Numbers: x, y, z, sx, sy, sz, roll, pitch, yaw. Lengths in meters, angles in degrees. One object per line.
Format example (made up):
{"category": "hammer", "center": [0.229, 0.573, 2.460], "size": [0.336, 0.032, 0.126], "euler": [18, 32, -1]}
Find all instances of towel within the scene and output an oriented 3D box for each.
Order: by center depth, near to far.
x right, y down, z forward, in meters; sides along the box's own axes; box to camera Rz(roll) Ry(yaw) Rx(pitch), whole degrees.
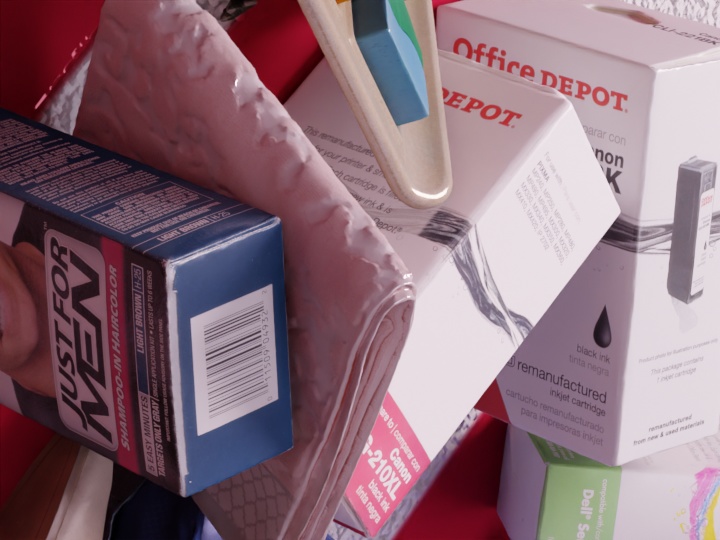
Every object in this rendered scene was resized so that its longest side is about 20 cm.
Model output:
{"category": "towel", "center": [-0.061, 0.003, 1.141], "size": [0.032, 0.200, 0.191], "euler": [-17, 145, -34]}

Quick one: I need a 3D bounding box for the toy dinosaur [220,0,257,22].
{"category": "toy dinosaur", "center": [-0.069, -0.165, 1.192], "size": [0.200, 0.077, 0.103], "euler": [7, 70, -60]}

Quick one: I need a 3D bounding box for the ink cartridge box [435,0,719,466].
{"category": "ink cartridge box", "center": [0.107, -0.026, 1.385], "size": [0.084, 0.144, 0.201], "euler": [-13, 114, -43]}

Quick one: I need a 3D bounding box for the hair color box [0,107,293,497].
{"category": "hair color box", "center": [-0.115, 0.006, 1.121], "size": [0.060, 0.200, 0.100], "euler": [-22, 121, -38]}

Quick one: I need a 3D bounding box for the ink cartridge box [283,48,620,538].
{"category": "ink cartridge box", "center": [0.000, 0.000, 1.282], "size": [0.200, 0.144, 0.084], "euler": [-51, 137, -19]}

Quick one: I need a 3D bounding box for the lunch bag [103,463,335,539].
{"category": "lunch bag", "center": [-0.101, 0.180, 1.252], "size": [0.132, 0.136, 0.201], "euler": [30, 82, -32]}

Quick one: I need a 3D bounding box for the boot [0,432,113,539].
{"category": "boot", "center": [-0.101, 0.179, 1.144], "size": [0.146, 0.070, 0.201], "euler": [29, 86, -19]}

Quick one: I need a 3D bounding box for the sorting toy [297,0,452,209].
{"category": "sorting toy", "center": [-0.008, -0.151, 1.211], "size": [0.186, 0.036, 0.200], "euler": [-94, 158, -45]}

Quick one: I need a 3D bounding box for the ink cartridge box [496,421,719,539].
{"category": "ink cartridge box", "center": [0.179, 0.120, 1.472], "size": [0.199, 0.117, 0.068], "euler": [5, 103, -7]}
